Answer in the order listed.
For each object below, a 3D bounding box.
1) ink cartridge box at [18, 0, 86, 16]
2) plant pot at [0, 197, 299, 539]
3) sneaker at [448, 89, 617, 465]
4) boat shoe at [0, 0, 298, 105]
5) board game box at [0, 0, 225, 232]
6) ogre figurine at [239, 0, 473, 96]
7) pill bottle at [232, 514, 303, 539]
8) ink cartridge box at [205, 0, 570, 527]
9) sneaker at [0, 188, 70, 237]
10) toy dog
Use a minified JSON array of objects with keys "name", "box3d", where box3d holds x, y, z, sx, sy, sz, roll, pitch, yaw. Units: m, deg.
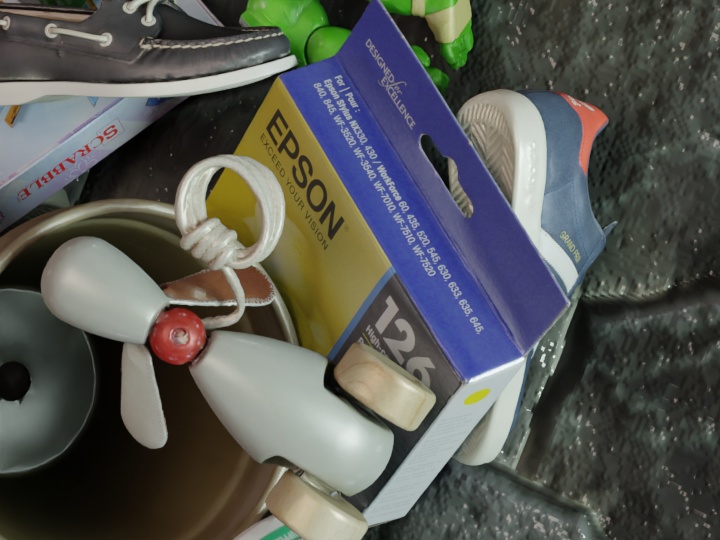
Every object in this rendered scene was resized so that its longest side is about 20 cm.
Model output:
[{"name":"ink cartridge box","box3d":[-0.150,-0.258,1.212,0.083,0.147,0.200,33,75,28]},{"name":"plant pot","box3d":[-0.157,0.062,1.172,0.173,0.200,0.200,4,82,60]},{"name":"sneaker","box3d":[0.086,0.004,1.125,0.075,0.084,0.200,34,123,44]},{"name":"boat shoe","box3d":[-0.128,-0.121,1.171,0.200,0.074,0.060,-1,99,27]},{"name":"board game box","box3d":[-0.207,-0.137,1.273,0.199,0.041,0.200,-36,65,-7]},{"name":"ogre figurine","box3d":[0.002,-0.180,1.181,0.120,0.098,0.200,6,96,17]},{"name":"pill bottle","box3d":[0.005,0.222,1.104,0.200,0.113,0.113,40,101,26]},{"name":"ink cartridge box","box3d":[0.000,0.000,1.129,0.198,0.047,0.200,59,143,23]},{"name":"sneaker","box3d":[-0.268,-0.039,1.320,0.200,0.075,0.106,-25,65,14]},{"name":"toy dog","box3d":[-0.055,0.048,1.079,0.132,0.096,0.200,-36,90,-2]}]
